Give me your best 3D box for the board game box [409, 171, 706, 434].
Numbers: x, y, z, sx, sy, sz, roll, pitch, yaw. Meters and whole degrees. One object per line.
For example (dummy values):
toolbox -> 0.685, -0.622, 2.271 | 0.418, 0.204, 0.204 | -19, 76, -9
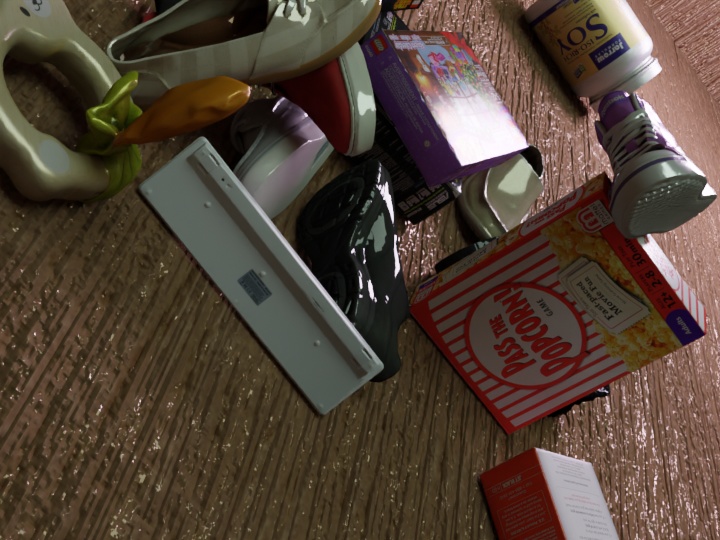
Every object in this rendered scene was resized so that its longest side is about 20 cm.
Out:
board game box -> 0.164, 0.033, 0.917 | 0.152, 0.200, 0.046 | 50, 29, -13

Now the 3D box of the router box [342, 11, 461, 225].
router box -> 0.032, -0.160, 1.047 | 0.150, 0.062, 0.200 | 44, 31, -23

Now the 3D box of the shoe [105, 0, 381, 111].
shoe -> -0.078, -0.163, 0.734 | 0.053, 0.199, 0.070 | 80, -14, -63

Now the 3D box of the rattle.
rattle -> -0.173, -0.150, 0.632 | 0.130, 0.143, 0.201 | -14, 79, -42

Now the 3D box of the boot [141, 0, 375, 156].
boot -> -0.080, -0.148, 0.790 | 0.143, 0.073, 0.200 | -11, 49, -22

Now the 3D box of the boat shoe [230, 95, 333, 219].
boat shoe -> -0.064, -0.105, 0.840 | 0.068, 0.072, 0.200 | 28, 41, 5

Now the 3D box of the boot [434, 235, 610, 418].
boot -> 0.159, 0.057, 1.029 | 0.198, 0.073, 0.163 | 6, 60, -57

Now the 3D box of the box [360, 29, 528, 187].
box -> 0.080, -0.156, 1.010 | 0.137, 0.039, 0.200 | 60, 27, 3

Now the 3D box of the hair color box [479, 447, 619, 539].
hair color box -> 0.170, 0.249, 0.856 | 0.101, 0.061, 0.201 | 23, 42, -47

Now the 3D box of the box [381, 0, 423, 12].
box -> -0.037, -0.296, 1.018 | 0.137, 0.040, 0.200 | 49, 38, 17

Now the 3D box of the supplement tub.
supplement tub -> 0.368, -0.366, 1.712 | 0.200, 0.145, 0.145 | 55, 28, -4

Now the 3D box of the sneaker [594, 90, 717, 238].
sneaker -> 0.208, -0.088, 0.832 | 0.115, 0.072, 0.200 | 60, 17, 12

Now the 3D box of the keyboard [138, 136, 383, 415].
keyboard -> -0.065, 0.006, 0.730 | 0.200, 0.056, 0.011 | 52, 8, -10

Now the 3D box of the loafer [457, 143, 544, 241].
loafer -> 0.157, -0.089, 1.169 | 0.076, 0.068, 0.200 | 48, 29, -17

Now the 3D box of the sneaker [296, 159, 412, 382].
sneaker -> 0.000, 0.000, 0.837 | 0.091, 0.076, 0.201 | 45, 39, -36
